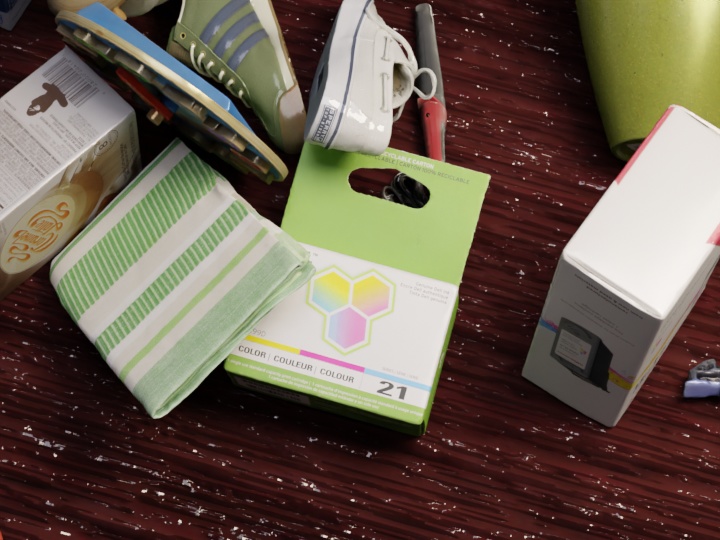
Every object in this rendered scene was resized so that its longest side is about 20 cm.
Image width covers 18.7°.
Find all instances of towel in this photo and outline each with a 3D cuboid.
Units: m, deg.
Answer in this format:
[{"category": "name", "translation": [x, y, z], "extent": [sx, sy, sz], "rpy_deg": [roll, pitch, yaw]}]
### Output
[{"category": "towel", "translation": [-0.132, 0.001, 1.534], "extent": [0.153, 0.023, 0.200], "rpy_deg": [-44, 43, -3]}]

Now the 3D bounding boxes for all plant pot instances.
[{"category": "plant pot", "translation": [0.240, -0.183, 1.638], "extent": [0.186, 0.187, 0.201], "rpy_deg": [5, 79, 0]}]

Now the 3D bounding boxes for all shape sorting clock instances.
[{"category": "shape sorting clock", "translation": [-0.137, -0.122, 1.563], "extent": [0.200, 0.200, 0.039], "rpy_deg": [37, 86, 15]}]

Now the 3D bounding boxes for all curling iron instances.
[{"category": "curling iron", "translation": [0.045, -0.120, 1.666], "extent": [0.049, 0.026, 0.201], "rpy_deg": [6, 64, -2]}]

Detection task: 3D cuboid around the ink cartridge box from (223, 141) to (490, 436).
[{"category": "ink cartridge box", "translation": [0.000, 0.000, 1.554], "extent": [0.147, 0.076, 0.201], "rpy_deg": [15, 80, 4]}]

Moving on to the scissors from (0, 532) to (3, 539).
[{"category": "scissors", "translation": [-0.280, 0.145, 1.534], "extent": [0.073, 0.014, 0.201], "rpy_deg": [1, 63, 1]}]

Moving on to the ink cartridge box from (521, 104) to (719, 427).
[{"category": "ink cartridge box", "translation": [0.194, 0.001, 1.518], "extent": [0.085, 0.200, 0.148], "rpy_deg": [32, 67, 12]}]

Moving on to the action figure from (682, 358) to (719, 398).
[{"category": "action figure", "translation": [0.327, 0.034, 1.566], "extent": [0.199, 0.105, 0.194], "rpy_deg": [-7, 56, -7]}]

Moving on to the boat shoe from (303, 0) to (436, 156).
[{"category": "boat shoe", "translation": [0.013, -0.143, 1.623], "extent": [0.086, 0.075, 0.202], "rpy_deg": [20, 28, -7]}]

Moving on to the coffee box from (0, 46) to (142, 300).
[{"category": "coffee box", "translation": [-0.257, -0.052, 1.573], "extent": [0.200, 0.114, 0.080], "rpy_deg": [-42, 72, -18]}]

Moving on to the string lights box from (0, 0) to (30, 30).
[{"category": "string lights box", "translation": [-0.273, -0.281, 1.634], "extent": [0.059, 0.200, 0.103], "rpy_deg": [24, 66, 9]}]

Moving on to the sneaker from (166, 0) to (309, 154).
[{"category": "sneaker", "translation": [-0.102, -0.166, 1.666], "extent": [0.089, 0.067, 0.201], "rpy_deg": [-18, 66, -2]}]

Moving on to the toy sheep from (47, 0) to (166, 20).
[{"category": "toy sheep", "translation": [-0.173, -0.261, 1.625], "extent": [0.137, 0.138, 0.201], "rpy_deg": [22, 61, 8]}]
